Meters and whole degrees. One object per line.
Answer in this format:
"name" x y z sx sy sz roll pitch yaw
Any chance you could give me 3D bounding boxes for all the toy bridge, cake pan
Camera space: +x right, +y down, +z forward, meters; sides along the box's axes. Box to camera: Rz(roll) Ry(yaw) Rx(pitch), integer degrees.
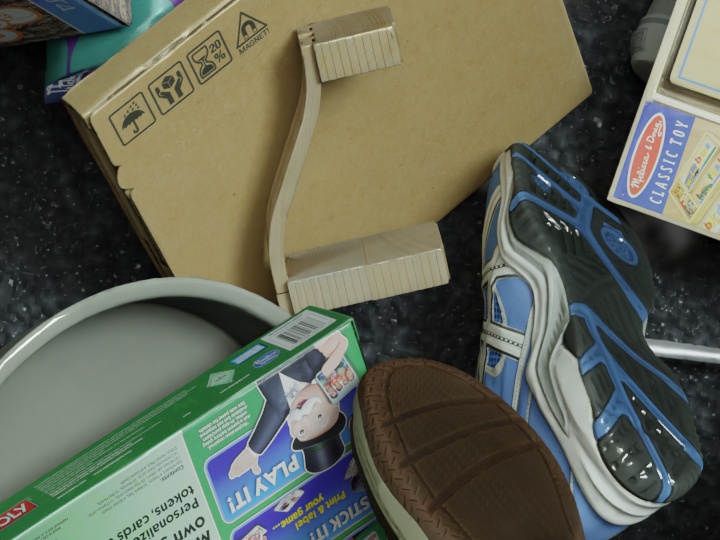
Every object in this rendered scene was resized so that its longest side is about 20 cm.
"toy bridge" 0.000 0.000 1.000 0.067 0.027 0.201 -13 117 0
"cake pan" -0.086 0.098 0.966 0.200 0.037 0.201 -10 107 -35

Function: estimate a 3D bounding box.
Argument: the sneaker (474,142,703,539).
"sneaker" 0.070 0.027 1.007 0.076 0.077 0.200 29 33 -26

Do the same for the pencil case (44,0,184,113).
"pencil case" -0.094 -0.157 1.045 0.092 0.085 0.201 -12 76 29

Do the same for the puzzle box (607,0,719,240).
"puzzle box" 0.191 -0.100 1.026 0.133 0.025 0.201 20 96 10

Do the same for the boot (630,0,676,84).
"boot" 0.218 -0.084 1.078 0.200 0.074 0.096 28 82 0

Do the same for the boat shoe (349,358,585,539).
"boat shoe" 0.043 0.117 0.903 0.074 0.075 0.203 0 38 -29

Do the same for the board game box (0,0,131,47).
"board game box" -0.198 -0.165 0.985 0.199 0.097 0.160 -6 78 18

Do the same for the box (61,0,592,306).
"box" -0.005 -0.068 1.013 0.200 0.164 0.021 -40 47 -14

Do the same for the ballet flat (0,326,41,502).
"ballet flat" -0.144 0.108 0.988 0.068 0.068 0.201 21 75 2

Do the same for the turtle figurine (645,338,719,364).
"turtle figurine" 0.225 0.059 1.014 0.194 0.144 0.200 -32 88 -12

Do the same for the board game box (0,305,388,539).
"board game box" -0.066 0.120 0.944 0.200 0.029 0.135 -32 119 -28
